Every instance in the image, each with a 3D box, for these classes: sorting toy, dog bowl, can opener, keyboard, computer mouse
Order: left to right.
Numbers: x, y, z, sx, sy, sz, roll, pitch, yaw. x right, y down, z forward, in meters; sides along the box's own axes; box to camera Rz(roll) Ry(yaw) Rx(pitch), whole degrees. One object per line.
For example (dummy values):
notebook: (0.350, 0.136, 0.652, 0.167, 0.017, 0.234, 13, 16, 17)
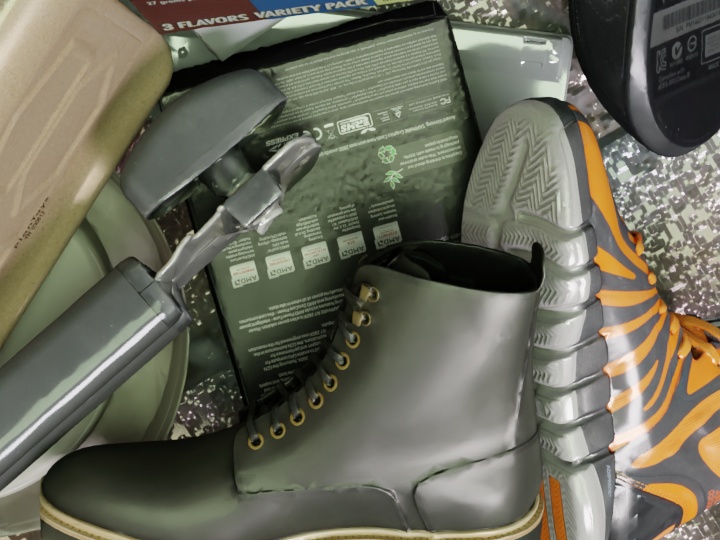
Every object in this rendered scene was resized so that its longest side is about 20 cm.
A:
dog bowl: (-0.171, 0.023, 1.233, 0.200, 0.059, 0.200, -1, 100, -3)
sorting toy: (-0.145, -0.025, 1.098, 0.036, 0.200, 0.185, 32, 91, 8)
can opener: (-0.099, 0.004, 1.175, 0.200, 0.053, 0.067, -41, 82, -1)
keyboard: (-0.013, -0.082, 1.249, 0.200, 0.011, 0.056, 6, 105, -5)
computer mouse: (0.123, -0.147, 1.209, 0.053, 0.138, 0.200, 17, 114, 38)

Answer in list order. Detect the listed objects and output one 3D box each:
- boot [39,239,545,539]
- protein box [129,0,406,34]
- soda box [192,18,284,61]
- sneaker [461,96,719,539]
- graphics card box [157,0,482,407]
boot: (-0.025, 0.046, 1.169, 0.200, 0.077, 0.138, -1, 119, -7)
protein box: (-0.043, -0.218, 1.076, 0.135, 0.200, 0.199, -7, 72, 13)
soda box: (0.001, -0.173, 1.192, 0.200, 0.064, 0.068, -34, 68, 4)
sneaker: (0.108, 0.016, 1.212, 0.112, 0.078, 0.200, -18, 116, -27)
graphics card box: (0.000, 0.000, 1.239, 0.125, 0.051, 0.200, -16, 106, 0)
